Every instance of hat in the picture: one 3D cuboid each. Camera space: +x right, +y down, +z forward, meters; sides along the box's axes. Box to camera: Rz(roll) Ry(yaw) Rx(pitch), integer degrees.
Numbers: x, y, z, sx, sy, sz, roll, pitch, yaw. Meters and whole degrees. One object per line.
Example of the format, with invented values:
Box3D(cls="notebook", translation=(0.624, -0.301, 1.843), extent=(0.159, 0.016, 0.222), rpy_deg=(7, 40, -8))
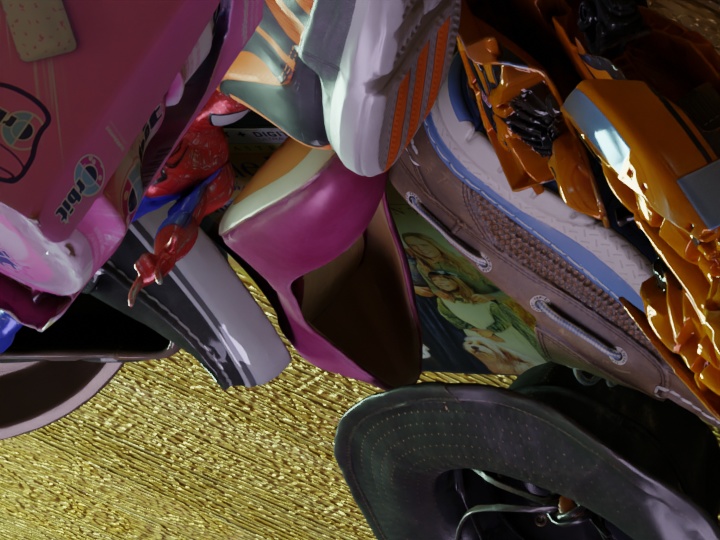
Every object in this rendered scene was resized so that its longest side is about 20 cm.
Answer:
Box3D(cls="hat", translation=(0.089, 0.090, 1.016), extent=(0.200, 0.081, 0.201), rpy_deg=(25, 146, 18))

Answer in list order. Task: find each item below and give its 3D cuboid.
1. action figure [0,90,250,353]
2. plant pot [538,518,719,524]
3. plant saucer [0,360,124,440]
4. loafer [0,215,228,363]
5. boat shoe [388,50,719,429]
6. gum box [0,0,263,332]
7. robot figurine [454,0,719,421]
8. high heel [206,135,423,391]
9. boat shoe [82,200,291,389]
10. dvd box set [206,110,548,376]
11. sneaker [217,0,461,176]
Box3D(cls="action figure", translation=(-0.113, -0.004, 0.912), extent=(0.200, 0.099, 0.065), rpy_deg=(-36, 96, 25))
Box3D(cls="plant pot", translation=(0.103, 0.168, 1.177), extent=(0.185, 0.188, 0.200), rpy_deg=(13, 166, 14))
Box3D(cls="plant saucer", translation=(-0.177, -0.018, 1.092), extent=(0.198, 0.030, 0.201), rpy_deg=(4, 125, 6))
Box3D(cls="loafer", translation=(-0.152, 0.004, 1.048), extent=(0.198, 0.063, 0.072), rpy_deg=(-1, 122, 9))
Box3D(cls="boat shoe", translation=(0.094, 0.002, 0.941), extent=(0.200, 0.072, 0.072), rpy_deg=(42, 142, -7))
Box3D(cls="gum box", translation=(-0.127, -0.080, 0.710), extent=(0.199, 0.114, 0.066), rpy_deg=(27, 154, 10))
Box3D(cls="robot figurine", translation=(0.084, -0.029, 0.794), extent=(0.200, 0.058, 0.145), rpy_deg=(55, 172, 39))
Box3D(cls="high heel", translation=(0.000, 0.000, 0.923), extent=(0.096, 0.067, 0.200), rpy_deg=(42, 164, -3))
Box3D(cls="boat shoe", translation=(-0.108, -0.024, 0.990), extent=(0.200, 0.057, 0.069), rpy_deg=(45, 172, 10))
Box3D(cls="dvd box set", translation=(0.007, -0.016, 1.059), extent=(0.145, 0.030, 0.200), rpy_deg=(2, 153, 32))
Box3D(cls="sneaker", translation=(-0.026, -0.117, 0.742), extent=(0.111, 0.078, 0.201), rpy_deg=(25, 135, 14))
